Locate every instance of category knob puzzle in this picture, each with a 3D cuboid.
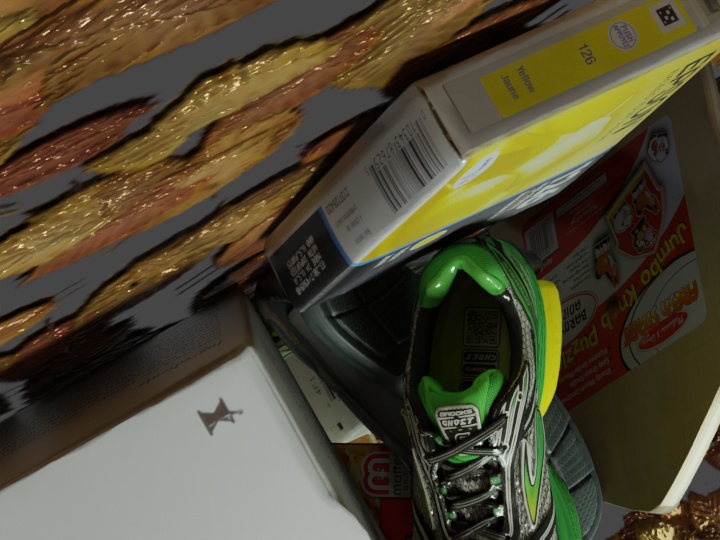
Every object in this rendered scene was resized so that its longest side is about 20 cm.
[{"bbox_3d":[0.134,0.022,1.284,0.030,0.221,0.219,9,150,-32],"label":"knob puzzle"}]

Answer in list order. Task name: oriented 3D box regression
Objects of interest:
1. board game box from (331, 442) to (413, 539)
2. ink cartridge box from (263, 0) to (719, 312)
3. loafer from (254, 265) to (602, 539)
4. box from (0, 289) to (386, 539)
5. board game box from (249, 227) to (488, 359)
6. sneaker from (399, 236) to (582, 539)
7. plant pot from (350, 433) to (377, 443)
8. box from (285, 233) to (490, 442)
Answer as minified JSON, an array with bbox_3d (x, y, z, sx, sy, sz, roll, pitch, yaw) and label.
[{"bbox_3d":[-0.068,0.159,1.303,0.199,0.153,0.046,0,173,4],"label":"board game box"},{"bbox_3d":[0.076,-0.063,1.106,0.199,0.047,0.198,-23,170,-25],"label":"ink cartridge box"},{"bbox_3d":[0.032,0.058,1.246,0.063,0.200,0.072,-16,-145,51],"label":"loafer"},{"bbox_3d":[-0.088,0.149,1.190,0.199,0.200,0.131,-29,-169,1],"label":"box"},{"bbox_3d":[0.000,0.000,1.297,0.200,0.024,0.105,-33,168,25],"label":"board game box"},{"bbox_3d":[0.046,0.083,1.153,0.078,0.201,0.085,-7,172,19],"label":"sneaker"},{"bbox_3d":[-0.102,0.162,1.473,0.199,0.188,0.186,-17,178,28],"label":"plant pot"},{"bbox_3d":[0.052,0.029,1.473,0.082,0.069,0.200,-36,169,37],"label":"box"}]
